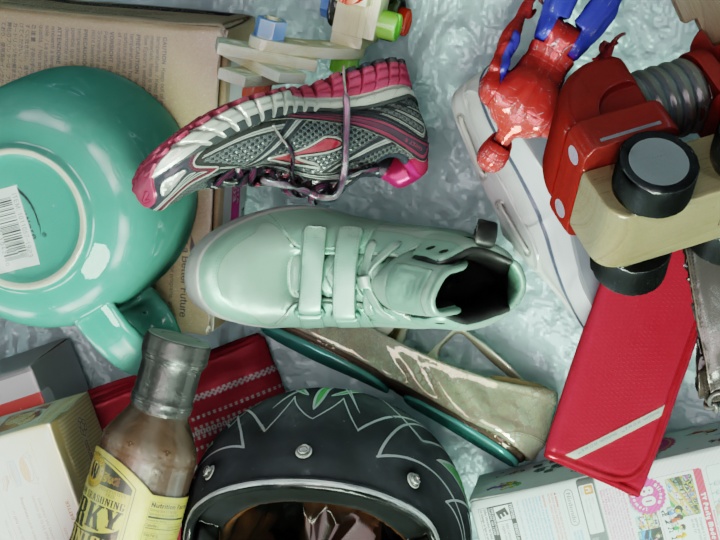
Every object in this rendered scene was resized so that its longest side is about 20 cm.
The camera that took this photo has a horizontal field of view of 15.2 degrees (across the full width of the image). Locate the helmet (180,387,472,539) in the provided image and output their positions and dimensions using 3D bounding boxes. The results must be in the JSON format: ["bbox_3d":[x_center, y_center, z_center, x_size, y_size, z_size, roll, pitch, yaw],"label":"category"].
[{"bbox_3d":[-0.021,0.168,1.670,0.200,0.200,0.191,1,89,15],"label":"helmet"}]

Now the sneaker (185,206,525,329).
[{"bbox_3d":[0.000,0.000,1.631,0.200,0.118,0.074,-1,94,-15],"label":"sneaker"}]

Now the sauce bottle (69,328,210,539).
[{"bbox_3d":[-0.136,0.135,1.636,0.065,0.065,0.200,16,94,12],"label":"sauce bottle"}]

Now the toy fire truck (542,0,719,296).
[{"bbox_3d":[0.180,-0.113,1.571,0.129,0.176,0.200,99,148,-51],"label":"toy fire truck"}]

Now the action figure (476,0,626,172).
[{"bbox_3d":[0.125,-0.145,1.620,0.065,0.052,0.200,32,82,-3],"label":"action figure"}]

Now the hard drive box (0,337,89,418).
[{"bbox_3d":[-0.265,0.152,1.810,0.200,0.077,0.156,-19,97,18],"label":"hard drive box"}]

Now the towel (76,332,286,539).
[{"bbox_3d":[-0.097,0.154,1.769,0.144,0.022,0.200,-21,97,-6],"label":"towel"}]

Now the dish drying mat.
[{"bbox_3d":[0.173,0.031,1.635,0.077,0.018,0.200,24,82,-22],"label":"dish drying mat"}]

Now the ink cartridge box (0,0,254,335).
[{"bbox_3d":[-0.157,-0.070,1.732,0.164,0.075,0.200,7,103,12],"label":"ink cartridge box"}]

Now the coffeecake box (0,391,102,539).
[{"bbox_3d":[-0.248,0.182,1.732,0.200,0.073,0.154,-16,99,18],"label":"coffeecake box"}]

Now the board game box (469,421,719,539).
[{"bbox_3d":[0.183,0.183,1.685,0.200,0.064,0.148,-13,98,10],"label":"board game box"}]

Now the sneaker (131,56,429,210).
[{"bbox_3d":[-0.043,-0.070,1.608,0.081,0.200,0.075,-26,82,60],"label":"sneaker"}]

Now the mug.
[{"bbox_3d":[-0.175,-0.034,1.645,0.185,0.114,0.152,30,108,7],"label":"mug"}]

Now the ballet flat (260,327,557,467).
[{"bbox_3d":[0.033,0.056,1.723,0.200,0.067,0.062,28,81,4],"label":"ballet flat"}]

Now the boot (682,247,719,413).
[{"bbox_3d":[0.286,0.053,1.621,0.174,0.069,0.200,-16,87,2],"label":"boot"}]

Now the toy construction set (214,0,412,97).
[{"bbox_3d":[-0.010,-0.188,1.636,0.092,0.131,0.200,30,108,9],"label":"toy construction set"}]

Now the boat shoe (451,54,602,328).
[{"bbox_3d":[0.120,-0.035,1.674,0.065,0.074,0.200,-25,88,49],"label":"boat shoe"}]
